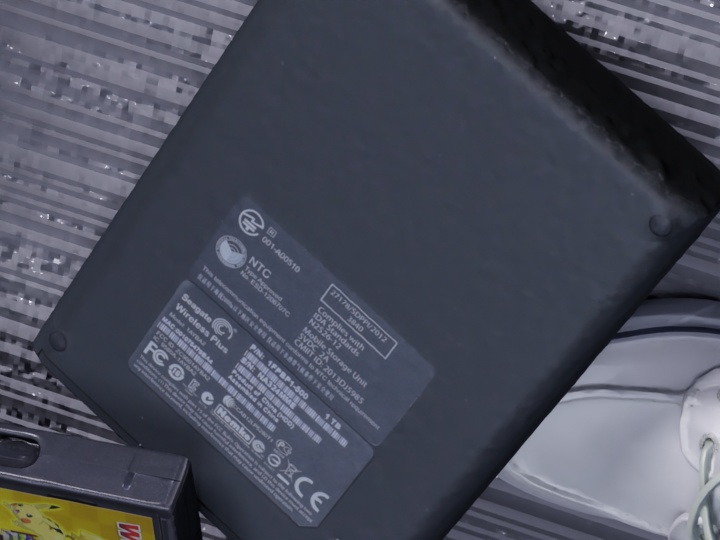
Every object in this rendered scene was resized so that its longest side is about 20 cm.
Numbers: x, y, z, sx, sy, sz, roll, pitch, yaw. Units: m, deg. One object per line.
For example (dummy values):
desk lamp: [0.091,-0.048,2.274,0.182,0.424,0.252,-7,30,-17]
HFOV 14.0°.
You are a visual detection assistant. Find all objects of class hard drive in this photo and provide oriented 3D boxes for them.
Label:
hard drive: [0.000,0.000,0.865,0.140,0.033,0.200,42,126,7]

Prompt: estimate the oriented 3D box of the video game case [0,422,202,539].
video game case: [-0.135,0.113,0.972,0.180,0.026,0.200,10,141,12]

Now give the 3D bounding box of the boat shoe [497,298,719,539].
boat shoe: [0.123,0.055,0.860,0.199,0.067,0.074,0,122,18]
